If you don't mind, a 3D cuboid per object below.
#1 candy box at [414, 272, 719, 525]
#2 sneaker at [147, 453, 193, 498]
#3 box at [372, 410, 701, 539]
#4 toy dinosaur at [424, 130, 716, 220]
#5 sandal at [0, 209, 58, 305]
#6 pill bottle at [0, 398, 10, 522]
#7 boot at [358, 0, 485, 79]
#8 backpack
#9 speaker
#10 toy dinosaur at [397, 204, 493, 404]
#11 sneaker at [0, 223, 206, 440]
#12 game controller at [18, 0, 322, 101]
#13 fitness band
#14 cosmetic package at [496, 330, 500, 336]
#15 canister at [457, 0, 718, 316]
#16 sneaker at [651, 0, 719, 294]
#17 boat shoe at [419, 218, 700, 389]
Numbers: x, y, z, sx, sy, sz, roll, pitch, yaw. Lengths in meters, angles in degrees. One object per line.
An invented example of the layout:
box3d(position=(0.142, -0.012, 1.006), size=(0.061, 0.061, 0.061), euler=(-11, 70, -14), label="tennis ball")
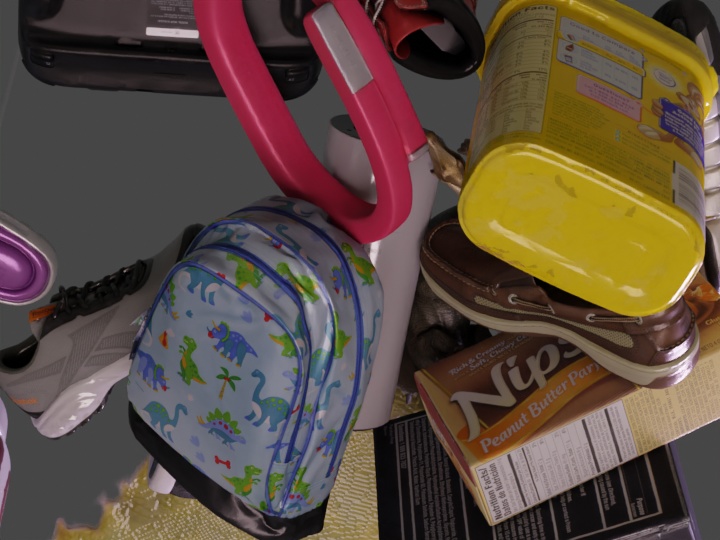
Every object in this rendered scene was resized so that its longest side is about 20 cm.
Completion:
box3d(position=(0.146, 0.072, 1.217), size=(0.198, 0.116, 0.056), euler=(-25, 121, -4), label="candy box")
box3d(position=(-0.071, 0.088, 1.356), size=(0.111, 0.073, 0.201), euler=(16, 126, -17), label="sneaker")
box3d(position=(0.121, 0.174, 1.249), size=(0.196, 0.201, 0.124), euler=(-18, 120, 10), label="box")
box3d(position=(0.116, -0.043, 1.213), size=(0.198, 0.101, 0.059), euler=(14, 102, -19), label="toy dinosaur")
box3d(position=(-0.299, -0.028, 1.280), size=(0.201, 0.050, 0.083), euler=(19, 119, -13), label="sandal")
box3d(position=(-0.302, 0.159, 1.306), size=(0.113, 0.201, 0.115), euler=(-1, 121, -2), label="pill bottle")
box3d(position=(-0.009, -0.195, 1.137), size=(0.199, 0.145, 0.073), euler=(30, 118, -18), label="boot")
box3d(position=(-0.065, 0.053, 1.196), size=(0.163, 0.153, 0.201), euler=(40, 112, 22), label="backpack")
box3d(position=(0.000, 0.000, 1.269), size=(0.080, 0.081, 0.202), euler=(8, 108, -8), label="speaker")
box3d(position=(0.056, 0.016, 1.303), size=(0.076, 0.102, 0.202), euler=(-13, 113, -40), label="toy dinosaur")
box3d(position=(-0.177, 0.035, 1.313), size=(0.079, 0.074, 0.200), euler=(42, 112, -18), label="sneaker")
box3d(position=(-0.120, -0.164, 1.218), size=(0.198, 0.042, 0.106), euler=(3, 107, -5), label="game controller")
box3d(position=(-0.030, -0.109, 1.152), size=(0.037, 0.143, 0.201), euler=(-36, 110, -28), label="fitness band")
box3d(position=(0.149, 0.061, 1.342), size=(0.102, 0.073, 0.202), euler=(3, 120, -4), label="cosmetic package")
box3d(position=(0.134, -0.076, 1.115), size=(0.147, 0.201, 0.087), euler=(25, 125, -7), label="canister")
box3d(position=(0.255, -0.092, 1.266), size=(0.114, 0.075, 0.202), euler=(-17, 111, -20), label="sneaker")
box3d(position=(0.121, 0.000, 1.184), size=(0.201, 0.075, 0.075), euler=(20, 146, 31), label="boat shoe")
